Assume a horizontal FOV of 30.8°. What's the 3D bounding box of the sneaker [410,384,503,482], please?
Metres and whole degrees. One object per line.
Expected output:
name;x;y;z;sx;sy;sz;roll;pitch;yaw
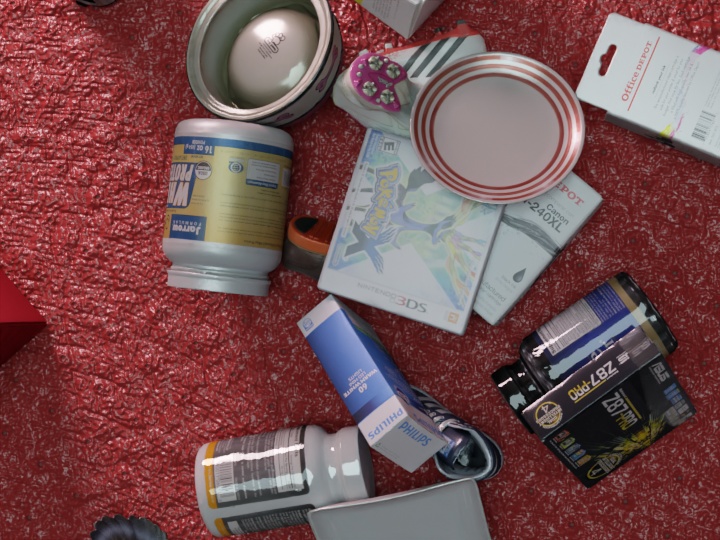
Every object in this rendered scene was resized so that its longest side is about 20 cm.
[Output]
sneaker;0.077;0.188;1.546;0.200;0.108;0.070;27;92;8

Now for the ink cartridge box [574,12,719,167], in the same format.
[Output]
ink cartridge box;0.364;-0.212;1.536;0.200;0.068;0.115;24;92;8

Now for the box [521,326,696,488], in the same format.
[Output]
box;0.284;0.160;1.474;0.161;0.200;0.049;-38;55;4

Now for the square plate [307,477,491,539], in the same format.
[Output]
square plate;0.058;0.329;1.543;0.200;0.028;0.198;-13;122;8

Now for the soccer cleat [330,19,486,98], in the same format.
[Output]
soccer cleat;0.059;-0.235;1.584;0.200;0.069;0.085;-19;81;3

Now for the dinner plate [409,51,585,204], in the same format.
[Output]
dinner plate;0.157;-0.162;1.500;0.200;0.024;0.200;0;65;1

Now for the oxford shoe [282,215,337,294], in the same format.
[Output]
oxford shoe;0.000;0.000;1.596;0.200;0.071;0.073;23;123;4

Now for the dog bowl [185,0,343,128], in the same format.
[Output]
dog bowl;-0.108;-0.261;1.579;0.200;0.074;0.200;-8;71;24

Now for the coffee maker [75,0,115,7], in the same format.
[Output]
coffee maker;-0.329;-0.426;1.579;0.192;0.200;0.135;-45;85;7

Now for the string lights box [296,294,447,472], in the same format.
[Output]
string lights box;0.012;0.129;1.515;0.059;0.103;0.200;-40;51;8

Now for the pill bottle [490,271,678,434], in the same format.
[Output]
pill bottle;0.257;0.100;1.521;0.200;0.112;0.112;-36;84;6

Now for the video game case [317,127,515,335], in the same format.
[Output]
video game case;0.064;-0.047;1.517;0.182;0.022;0.200;18;89;12

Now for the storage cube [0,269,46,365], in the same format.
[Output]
storage cube;-0.528;0.062;1.605;0.171;0.180;0.200;-44;84;5

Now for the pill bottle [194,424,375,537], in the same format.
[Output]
pill bottle;-0.089;0.249;1.566;0.200;0.116;0.117;-10;87;7

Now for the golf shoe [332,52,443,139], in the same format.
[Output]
golf shoe;0.055;-0.186;1.556;0.200;0.091;0.075;32;64;-22

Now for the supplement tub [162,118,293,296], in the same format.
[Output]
supplement tub;-0.161;-0.074;1.571;0.144;0.145;0.200;6;89;9

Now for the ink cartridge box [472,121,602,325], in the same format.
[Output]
ink cartridge box;0.171;-0.055;1.552;0.145;0.083;0.200;41;95;9

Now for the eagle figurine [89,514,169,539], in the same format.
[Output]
eagle figurine;-0.267;0.412;1.599;0.152;0.151;0.200;-30;45;-32

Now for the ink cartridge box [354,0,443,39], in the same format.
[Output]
ink cartridge box;0.027;-0.396;1.561;0.200;0.083;0.145;38;69;8
